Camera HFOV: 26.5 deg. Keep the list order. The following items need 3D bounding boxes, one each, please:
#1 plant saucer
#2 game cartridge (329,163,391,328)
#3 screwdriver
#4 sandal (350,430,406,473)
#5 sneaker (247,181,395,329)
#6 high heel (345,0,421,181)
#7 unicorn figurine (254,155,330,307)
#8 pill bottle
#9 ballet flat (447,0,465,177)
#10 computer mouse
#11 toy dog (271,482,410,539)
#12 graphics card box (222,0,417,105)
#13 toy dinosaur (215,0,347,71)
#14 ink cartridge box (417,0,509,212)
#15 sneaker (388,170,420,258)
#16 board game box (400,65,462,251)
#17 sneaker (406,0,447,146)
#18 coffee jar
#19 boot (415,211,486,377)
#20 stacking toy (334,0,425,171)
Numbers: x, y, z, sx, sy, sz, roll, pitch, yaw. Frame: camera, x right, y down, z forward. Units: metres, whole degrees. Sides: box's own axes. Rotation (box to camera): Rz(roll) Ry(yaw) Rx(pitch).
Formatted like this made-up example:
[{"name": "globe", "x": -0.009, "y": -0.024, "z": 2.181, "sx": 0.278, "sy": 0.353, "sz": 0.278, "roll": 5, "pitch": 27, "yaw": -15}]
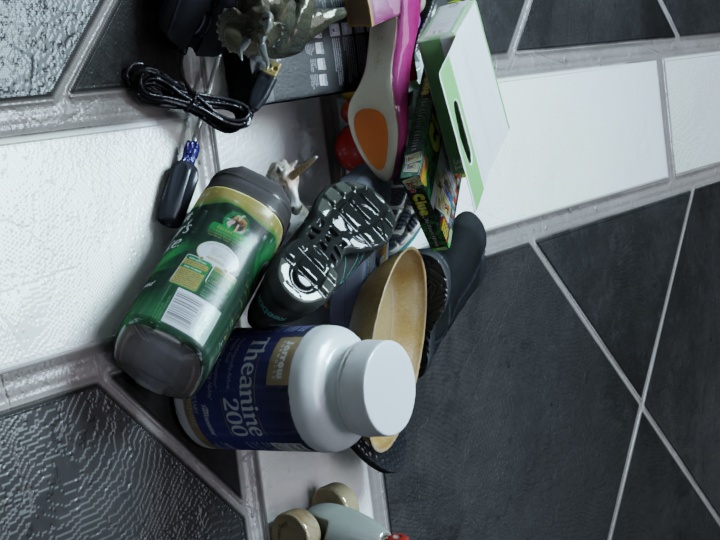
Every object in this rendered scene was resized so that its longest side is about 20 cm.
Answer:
[{"name": "plant saucer", "x": 0.021, "y": 0.073, "z": 1.473, "sx": 0.200, "sy": 0.035, "sz": 0.201, "roll": 9, "pitch": 90, "yaw": -74}, {"name": "game cartridge", "x": 0.000, "y": 0.000, "z": 1.517, "sx": 0.133, "sy": 0.041, "sz": 0.200, "roll": -62, "pitch": 155, "yaw": -74}, {"name": "screwdriver", "x": -0.147, "y": -0.131, "z": 1.379, "sx": 0.029, "sy": 0.028, "sz": 0.200, "roll": 76, "pitch": 26, "yaw": -71}, {"name": "sandal", "x": -0.026, "y": 0.140, "z": 1.539, "sx": 0.200, "sy": 0.045, "sz": 0.075, "roll": 38, "pitch": 51, "yaw": -31}, {"name": "sneaker", "x": -0.040, "y": -0.015, "z": 1.373, "sx": 0.075, "sy": 0.079, "sz": 0.200, "roll": 46, "pitch": 41, "yaw": 1}, {"name": "high heel", "x": 0.035, "y": -0.191, "z": 1.472, "sx": 0.096, "sy": 0.067, "sz": 0.200, "roll": -28, "pitch": 115, "yaw": -42}, {"name": "unicorn figurine", "x": -0.062, "y": -0.033, "z": 1.462, "sx": 0.200, "sy": 0.074, "sz": 0.138, "roll": 5, "pitch": 86, "yaw": -82}, {"name": "pill bottle", "x": -0.057, "y": 0.104, "z": 1.345, "sx": 0.111, "sy": 0.200, "sz": 0.111, "roll": 7, "pitch": 82, "yaw": -56}, {"name": "ballet flat", "x": 0.112, "y": -0.207, "z": 1.755, "sx": 0.067, "sy": 0.067, "sz": 0.200, "roll": -27, "pitch": 114, "yaw": -76}, {"name": "computer mouse", "x": -0.116, "y": -0.223, "z": 1.363, "sx": 0.140, "sy": 0.046, "sz": 0.200, "roll": 26, "pitch": 77, "yaw": -34}, {"name": "toy dog", "x": 0.002, "y": 0.283, "z": 1.460, "sx": 0.132, "sy": 0.200, "sz": 0.097, "roll": -9, "pitch": 113, "yaw": -31}, {"name": "graphics card box", "x": -0.042, "y": -0.231, "z": 1.476, "sx": 0.200, "sy": 0.051, "sz": 0.126, "roll": -15, "pitch": 101, "yaw": -37}, {"name": "toy dinosaur", "x": -0.074, "y": -0.227, "z": 1.345, "sx": 0.200, "sy": 0.077, "sz": 0.102, "roll": -6, "pitch": 114, "yaw": -75}, {"name": "ink cartridge box", "x": 0.092, "y": -0.158, "z": 1.467, "sx": 0.200, "sy": 0.048, "sz": 0.146, "roll": -61, "pitch": 139, "yaw": -57}, {"name": "sneaker", "x": 0.063, "y": -0.081, "z": 1.656, "sx": 0.200, "sy": 0.077, "sz": 0.080, "roll": -61, "pitch": 147, "yaw": -36}, {"name": "board game box", "x": 0.078, "y": -0.127, "z": 1.520, "sx": 0.105, "sy": 0.023, "sz": 0.200, "roll": 61, "pitch": 31, "yaw": -42}, {"name": "sneaker", "x": 0.077, "y": -0.219, "z": 1.648, "sx": 0.088, "sy": 0.074, "sz": 0.200, "roll": 19, "pitch": 72, "yaw": -31}, {"name": "coffee jar", "x": -0.133, "y": 0.006, "z": 1.325, "sx": 0.085, "sy": 0.104, "sz": 0.200, "roll": 28, "pitch": 53, "yaw": -1}, {"name": "boot", "x": 0.093, "y": -0.003, "z": 1.650, "sx": 0.200, "sy": 0.066, "sz": 0.165, "roll": -50, "pitch": 159, "yaw": -48}, {"name": "stacking toy", "x": 0.015, "y": -0.198, "z": 1.589, "sx": 0.085, "sy": 0.085, "sz": 0.200, "roll": 18, "pitch": 77, "yaw": -54}]
